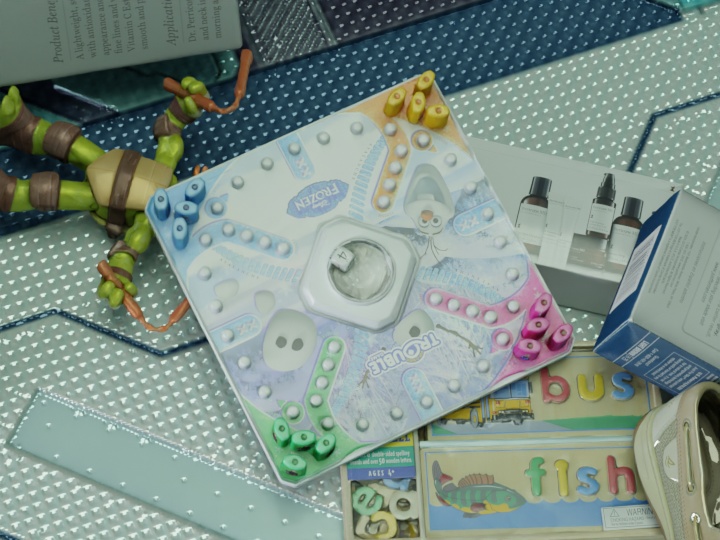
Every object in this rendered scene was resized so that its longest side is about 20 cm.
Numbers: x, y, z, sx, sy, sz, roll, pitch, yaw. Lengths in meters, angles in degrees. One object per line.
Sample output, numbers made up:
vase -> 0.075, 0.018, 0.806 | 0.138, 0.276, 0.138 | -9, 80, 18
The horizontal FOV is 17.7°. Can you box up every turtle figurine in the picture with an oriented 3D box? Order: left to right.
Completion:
turtle figurine -> -0.151, -0.063, 1.446 | 0.161, 0.064, 0.200 | 16, 70, 0

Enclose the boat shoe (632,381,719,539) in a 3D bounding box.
boat shoe -> 0.218, 0.162, 1.325 | 0.072, 0.065, 0.200 | -7, 70, -29

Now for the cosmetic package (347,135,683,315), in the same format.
cosmetic package -> 0.096, -0.033, 1.451 | 0.200, 0.051, 0.083 | 13, 61, 4

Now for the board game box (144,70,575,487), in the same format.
board game box -> 0.000, 0.000, 1.389 | 0.200, 0.026, 0.200 | -25, 76, -12

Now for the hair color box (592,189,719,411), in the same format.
hair color box -> 0.250, 0.047, 1.381 | 0.200, 0.061, 0.100 | 28, 63, -5

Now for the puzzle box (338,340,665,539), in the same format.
puzzle box -> 0.086, 0.106, 1.389 | 0.200, 0.025, 0.133 | -2, 61, -4

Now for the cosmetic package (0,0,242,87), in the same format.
cosmetic package -> -0.189, -0.235, 1.462 | 0.200, 0.165, 0.165 | -9, 44, -8
